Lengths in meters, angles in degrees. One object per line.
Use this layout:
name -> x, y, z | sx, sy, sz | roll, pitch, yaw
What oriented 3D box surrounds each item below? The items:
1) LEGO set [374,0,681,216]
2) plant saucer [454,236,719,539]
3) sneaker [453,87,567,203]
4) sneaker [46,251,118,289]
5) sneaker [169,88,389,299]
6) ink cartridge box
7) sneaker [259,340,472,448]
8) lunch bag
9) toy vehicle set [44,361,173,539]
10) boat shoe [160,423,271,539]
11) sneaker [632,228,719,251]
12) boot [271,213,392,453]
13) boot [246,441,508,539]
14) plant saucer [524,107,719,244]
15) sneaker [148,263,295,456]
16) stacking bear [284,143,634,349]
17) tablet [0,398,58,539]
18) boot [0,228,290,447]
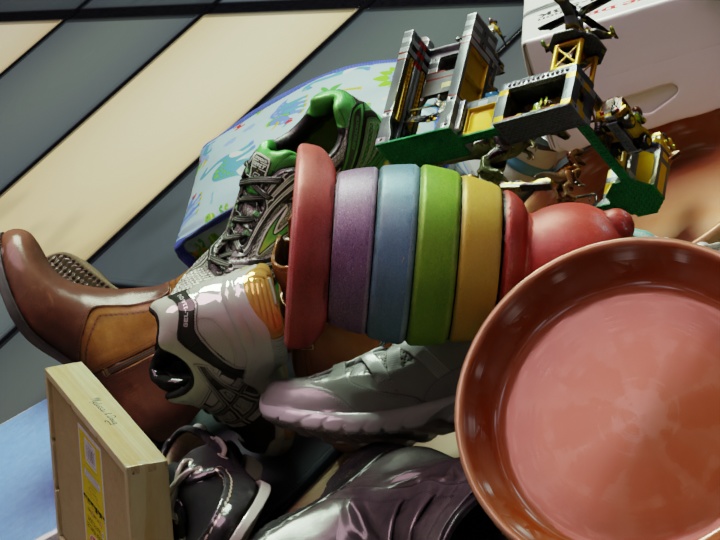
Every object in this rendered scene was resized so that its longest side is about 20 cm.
LEGO set -> 0.110, -0.105, 1.689 | 0.200, 0.154, 0.116 | -19, 44, 40
plant saucer -> 0.152, 0.078, 1.430 | 0.200, 0.032, 0.201 | -6, 65, 12
sneaker -> 0.091, -0.080, 1.856 | 0.087, 0.075, 0.200 | -63, 7, 13
sneaker -> -0.169, 0.058, 1.894 | 0.070, 0.076, 0.200 | -42, 48, -2
sneaker -> -0.063, -0.039, 1.717 | 0.200, 0.085, 0.078 | -50, 45, -9
ink cartridge box -> 0.191, -0.164, 1.811 | 0.146, 0.083, 0.200 | -16, 16, 9
sneaker -> 0.036, 0.061, 1.593 | 0.199, 0.082, 0.075 | -7, -13, 10
lunch bag -> -0.018, -0.064, 1.873 | 0.200, 0.128, 0.170 | -33, 23, 19
toy vehicle set -> -0.158, 0.147, 1.645 | 0.026, 0.125, 0.200 | -9, 19, -19
boat shoe -> -0.096, 0.138, 1.601 | 0.074, 0.060, 0.200 | -54, 8, 8
sneaker -> 0.186, 0.005, 1.564 | 0.199, 0.089, 0.075 | -18, 26, 25
boot -> 0.000, 0.000, 1.689 | 0.076, 0.156, 0.200 | 3, 39, 29
boot -> 0.008, 0.164, 1.490 | 0.131, 0.070, 0.200 | -2, 39, 49
plant saucer -> 0.189, -0.037, 1.700 | 0.200, 0.038, 0.200 | -24, 26, 13
sneaker -> -0.090, 0.060, 1.653 | 0.087, 0.200, 0.076 | -13, 59, -4
stacking bear -> 0.058, -0.007, 1.521 | 0.199, 0.122, 0.114 | 4, 1, -1
tablet -> -0.231, 0.147, 1.854 | 0.130, 0.014, 0.200 | -30, 26, 2
boot -> -0.134, 0.007, 1.782 | 0.200, 0.189, 0.068 | -35, -14, 8
